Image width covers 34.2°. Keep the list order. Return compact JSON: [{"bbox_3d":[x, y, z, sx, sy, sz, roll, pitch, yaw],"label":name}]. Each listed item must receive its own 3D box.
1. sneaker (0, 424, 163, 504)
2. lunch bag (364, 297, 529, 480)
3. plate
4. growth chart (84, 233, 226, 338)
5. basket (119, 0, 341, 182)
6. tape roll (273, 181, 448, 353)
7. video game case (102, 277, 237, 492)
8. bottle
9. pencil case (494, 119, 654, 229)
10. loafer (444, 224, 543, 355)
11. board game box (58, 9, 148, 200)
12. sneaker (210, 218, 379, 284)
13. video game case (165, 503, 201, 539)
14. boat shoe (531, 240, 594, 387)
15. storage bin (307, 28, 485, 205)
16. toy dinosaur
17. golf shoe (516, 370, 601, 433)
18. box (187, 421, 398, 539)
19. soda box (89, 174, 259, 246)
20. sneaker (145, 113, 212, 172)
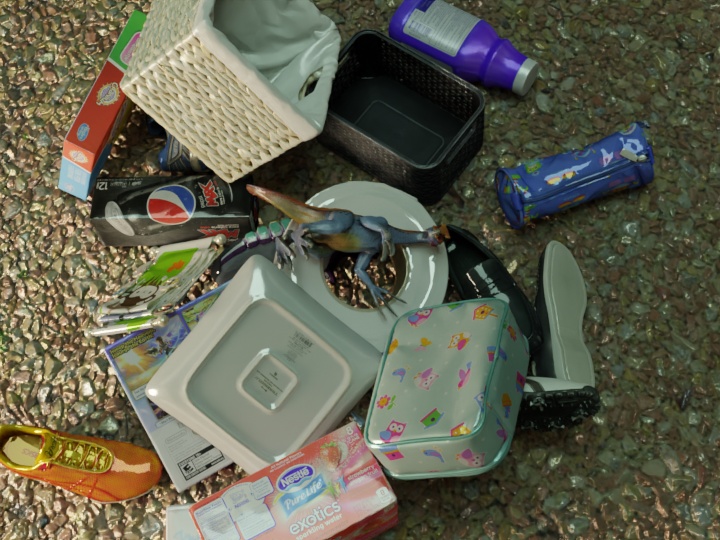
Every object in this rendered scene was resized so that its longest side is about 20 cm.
[{"bbox_3d":[-0.320,0.216,1.311,0.198,0.077,0.074,5,69,8],"label":"sneaker"},{"bbox_3d":[0.089,0.123,1.235,0.159,0.077,0.201,-14,39,30],"label":"lunch bag"},{"bbox_3d":[-0.100,0.119,1.281,0.199,0.032,0.200,40,90,-11],"label":"plate"},{"bbox_3d":[-0.239,0.018,1.360,0.144,0.018,0.200,-13,28,28],"label":"growth chart"},{"bbox_3d":[-0.148,-0.249,1.391,0.160,0.200,0.199,-28,36,33],"label":"basket"},{"bbox_3d":[0.000,0.000,1.360,0.201,0.071,0.204,2,79,-10],"label":"tape roll"},{"bbox_3d":[-0.160,0.120,1.324,0.199,0.045,0.182,-28,94,-10],"label":"video game case"},{"bbox_3d":[0.136,-0.292,1.529,0.199,0.065,0.084,29,70,16],"label":"bottle"},{"bbox_3d":[0.264,-0.116,1.425,0.198,0.087,0.079,-19,97,-4],"label":"pencil case"},{"bbox_3d":[0.143,0.022,1.345,0.068,0.071,0.201,-34,46,2],"label":"loafer"},{"bbox_3d":[-0.316,-0.206,1.473,0.040,0.153,0.201,25,67,-8],"label":"board game box"},{"bbox_3d":[-0.079,-0.014,1.410,0.199,0.075,0.088,-25,70,-9],"label":"sneaker"},{"bbox_3d":[-0.112,0.337,1.268,0.198,0.024,0.183,-6,64,2],"label":"video game case"},{"bbox_3d":[0.225,0.063,1.355,0.073,0.060,0.202,16,58,-36],"label":"boat shoe"},{"bbox_3d":[0.046,-0.194,1.474,0.199,0.094,0.135,33,71,17],"label":"storage bin"},{"bbox_3d":[0.002,-0.050,1.292,0.180,0.105,0.201,-18,72,-32],"label":"toy dinosaur"},{"bbox_3d":[0.169,0.128,1.288,0.199,0.078,0.095,-9,49,30],"label":"golf shoe"},{"bbox_3d":[-0.068,0.259,1.238,0.199,0.095,0.103,-27,65,-10],"label":"box"},{"bbox_3d":[-0.228,-0.074,1.447,0.198,0.071,0.064,-1,60,3],"label":"soda box"},{"bbox_3d":[-0.242,-0.215,1.517,0.084,0.077,0.201,-12,64,3],"label":"sneaker"}]
